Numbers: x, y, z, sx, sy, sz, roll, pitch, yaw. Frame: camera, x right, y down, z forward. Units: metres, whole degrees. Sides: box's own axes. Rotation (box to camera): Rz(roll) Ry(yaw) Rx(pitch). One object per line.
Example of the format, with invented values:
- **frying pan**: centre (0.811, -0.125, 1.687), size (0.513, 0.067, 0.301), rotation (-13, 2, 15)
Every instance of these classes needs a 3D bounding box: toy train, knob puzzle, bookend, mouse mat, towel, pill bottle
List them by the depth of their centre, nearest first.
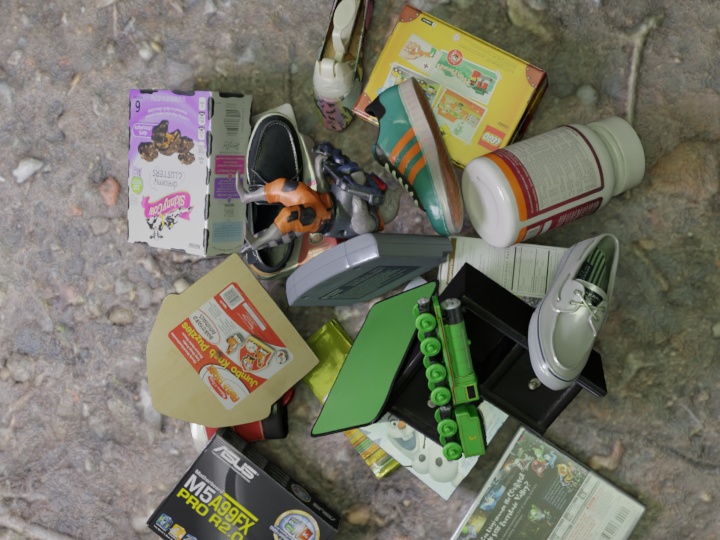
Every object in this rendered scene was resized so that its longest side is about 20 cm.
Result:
- **toy train**: centre (0.100, 0.118, 1.188), size (0.056, 0.042, 0.202), rotation (-11, 112, 2)
- **bookend**: centre (0.142, 0.134, 1.262), size (0.198, 0.092, 0.201), rotation (34, 114, -8)
- **pill bottle**: centre (0.227, -0.108, 1.282), size (0.198, 0.110, 0.111), rotation (-21, 83, -19)
- **mouse mat**: centre (0.016, 0.106, 1.295), size (0.007, 0.160, 0.201), rotation (35, 62, -18)
- **knob puzzle**: centre (-0.180, 0.107, 1.368), size (0.217, 0.030, 0.223), rotation (-1, 99, -8)
- **towel**: centre (-0.005, 0.165, 1.407), size (0.086, 0.018, 0.201), rotation (-40, 81, 8)

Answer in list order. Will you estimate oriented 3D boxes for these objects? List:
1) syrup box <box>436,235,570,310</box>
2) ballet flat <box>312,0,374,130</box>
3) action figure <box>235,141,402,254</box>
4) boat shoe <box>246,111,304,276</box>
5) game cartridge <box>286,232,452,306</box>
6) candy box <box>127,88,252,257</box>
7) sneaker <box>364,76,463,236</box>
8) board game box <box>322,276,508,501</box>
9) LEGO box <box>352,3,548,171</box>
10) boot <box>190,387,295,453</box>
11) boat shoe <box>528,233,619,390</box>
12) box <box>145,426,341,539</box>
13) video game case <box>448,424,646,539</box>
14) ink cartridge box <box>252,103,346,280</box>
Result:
- **syrup box**: centre (0.192, 0.014, 1.314), size (0.197, 0.079, 0.083), rotation (6, 76, 4)
- **ballet flat**: centre (-0.026, -0.283, 1.396), size (0.068, 0.071, 0.203), rotation (12, 91, 12)
- **action figure**: centre (-0.047, -0.079, 1.263), size (0.191, 0.200, 0.106), rotation (-2, 113, -11)
- **boat shoe**: centre (-0.104, -0.092, 1.334), size (0.074, 0.062, 0.203), rotation (5, 92, -14)
- **game cartridge**: centre (0.000, 0.000, 1.304), size (0.199, 0.132, 0.041), rotation (-29, 71, 50)
- **candy box**: centre (-0.220, -0.126, 1.387), size (0.166, 0.071, 0.203), rotation (9, 100, 42)
- **sneaker**: centre (0.062, -0.125, 1.293), size (0.079, 0.071, 0.202), rotation (-23, 70, 19)
- **board game box**: centre (0.090, 0.144, 1.362), size (0.198, 0.043, 0.201), rotation (37, 89, 10)
- **LEGO box**: centre (0.113, -0.216, 1.360), size (0.199, 0.077, 0.150), rotation (29, 95, 12)
- **boot**: centre (-0.162, 0.130, 1.418), size (0.143, 0.072, 0.202), rotation (-15, 93, 11)
- **boat shoe**: centre (0.236, 0.035, 1.191), size (0.073, 0.067, 0.201), rotation (29, 52, -12)
- **box**: centre (-0.149, 0.320, 1.394), size (0.199, 0.044, 0.161), rotation (39, 103, -2)
- **video game case**: centre (0.223, 0.323, 1.350), size (0.181, 0.023, 0.201), rotation (32, 96, 11)
- **ink cartridge box**: centre (-0.101, -0.100, 1.410), size (0.115, 0.067, 0.202), rotation (-18, 86, 11)
